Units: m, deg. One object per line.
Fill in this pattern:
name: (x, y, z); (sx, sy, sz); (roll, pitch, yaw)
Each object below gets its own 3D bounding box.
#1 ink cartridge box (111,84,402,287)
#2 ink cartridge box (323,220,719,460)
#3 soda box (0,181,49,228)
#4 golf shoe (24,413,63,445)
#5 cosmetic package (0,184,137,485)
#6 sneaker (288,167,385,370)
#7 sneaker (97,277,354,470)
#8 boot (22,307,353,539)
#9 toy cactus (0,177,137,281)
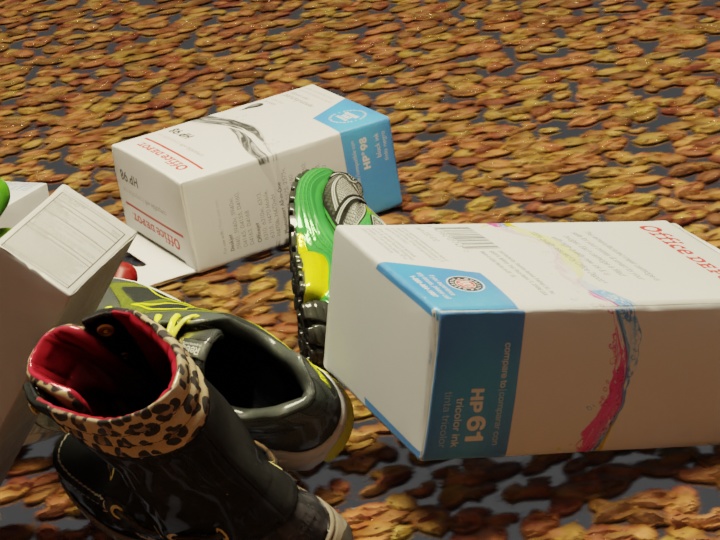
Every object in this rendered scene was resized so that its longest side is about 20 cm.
ink cartridge box: (-0.088, -0.059, 1.648); (0.200, 0.067, 0.116); (-19, 24, -24)
ink cartridge box: (0.100, 0.032, 1.260); (0.200, 0.085, 0.145); (-2, 18, -21)
soda box: (-0.276, 0.007, 1.556); (0.064, 0.068, 0.200); (4, 25, 32)
golf shoe: (-0.209, 0.076, 1.383); (0.200, 0.078, 0.097); (-10, -6, 4)
cosmetic package: (-0.187, 0.057, 1.228); (0.051, 0.200, 0.083); (34, 29, 5)
sneaker: (0.000, 0.000, 1.473); (0.085, 0.078, 0.200); (-4, 30, -4)
sneaker: (-0.098, 0.040, 1.283); (0.200, 0.075, 0.085); (16, -18, 9)
boot: (-0.108, 0.079, 1.181); (0.200, 0.151, 0.073); (22, 67, 46)
toy cactus: (-0.228, 0.009, 1.468); (0.102, 0.200, 0.165); (-25, 42, 41)
